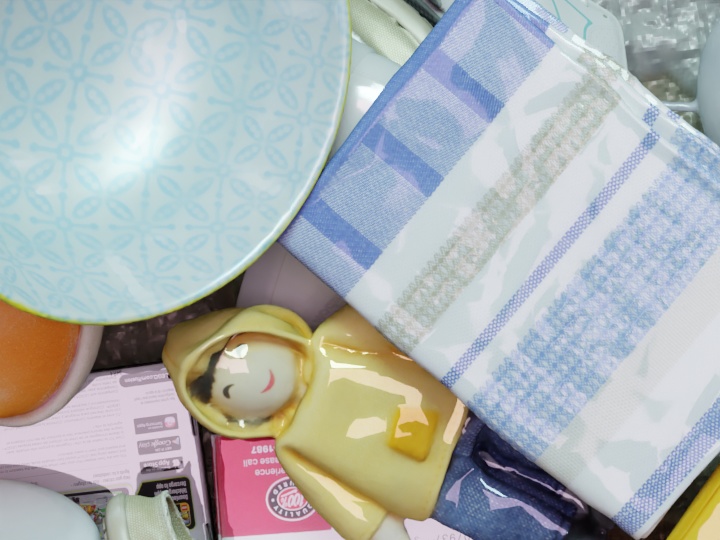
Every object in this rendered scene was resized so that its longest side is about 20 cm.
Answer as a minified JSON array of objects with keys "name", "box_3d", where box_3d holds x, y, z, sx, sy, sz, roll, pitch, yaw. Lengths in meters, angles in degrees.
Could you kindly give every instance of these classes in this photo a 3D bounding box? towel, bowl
[{"name":"towel","box_3d":[0.083,-0.006,1.153,0.200,0.024,0.147,39,99,3]},{"name":"bowl","box_3d":[-0.115,-0.088,1.138,0.200,0.108,0.201,-10,108,-32]}]

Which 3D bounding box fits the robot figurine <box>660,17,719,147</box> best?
[{"name":"robot figurine","box_3d":[0.233,-0.090,1.271,0.200,0.113,0.170,-26,50,-2]}]

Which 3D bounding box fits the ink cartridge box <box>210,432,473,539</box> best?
[{"name":"ink cartridge box","box_3d":[0.014,0.163,1.275,0.145,0.083,0.200,-4,90,-1]}]

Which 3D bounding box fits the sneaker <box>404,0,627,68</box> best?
[{"name":"sneaker","box_3d":[0.067,-0.107,1.297,0.080,0.070,0.201,-29,91,-20]}]

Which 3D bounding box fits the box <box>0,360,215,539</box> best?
[{"name":"box","box_3d":[-0.168,0.106,1.295,0.200,0.035,0.110,-7,89,-2]}]

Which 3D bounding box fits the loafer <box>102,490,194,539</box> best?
[{"name":"loafer","box_3d":[-0.035,0.167,1.200,0.068,0.076,0.200,-34,97,1]}]

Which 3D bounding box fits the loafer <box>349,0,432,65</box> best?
[{"name":"loafer","box_3d":[-0.025,-0.103,1.271,0.068,0.076,0.200,-37,81,-23]}]

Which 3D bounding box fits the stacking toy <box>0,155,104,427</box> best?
[{"name":"stacking toy","box_3d":[-0.216,0.013,1.181,0.200,0.146,0.146,-17,90,-44]}]

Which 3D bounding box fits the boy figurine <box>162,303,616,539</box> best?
[{"name":"boy figurine","box_3d":[0.015,0.059,1.199,0.200,0.064,0.125,24,107,-3]}]

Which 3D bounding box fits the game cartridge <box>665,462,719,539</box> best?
[{"name":"game cartridge","box_3d":[0.184,0.074,1.237,0.032,0.176,0.200,33,88,14]}]

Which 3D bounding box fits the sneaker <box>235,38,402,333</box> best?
[{"name":"sneaker","box_3d":[0.000,0.000,1.233,0.085,0.200,0.073,26,45,13]}]

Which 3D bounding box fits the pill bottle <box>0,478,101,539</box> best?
[{"name":"pill bottle","box_3d":[-0.161,0.197,1.235,0.109,0.109,0.200,0,114,-2]}]
